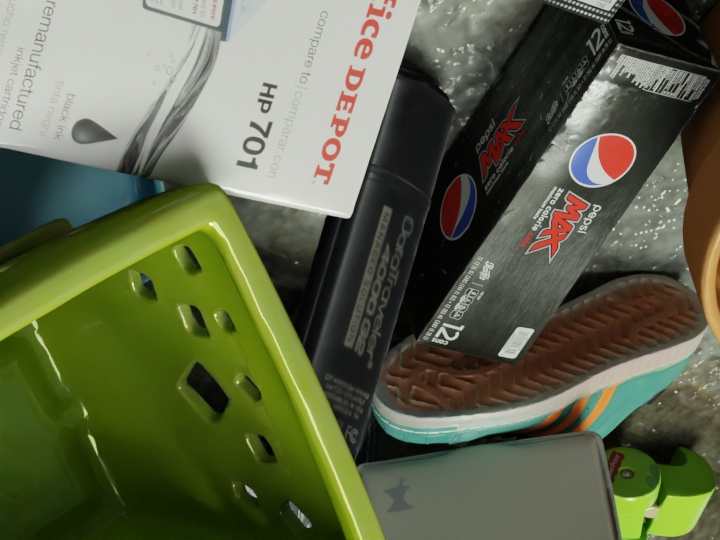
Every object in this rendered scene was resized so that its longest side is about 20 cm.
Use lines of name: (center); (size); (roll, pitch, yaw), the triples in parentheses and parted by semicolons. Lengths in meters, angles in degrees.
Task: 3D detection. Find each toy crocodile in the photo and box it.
toy crocodile: (0.101, 0.129, 1.585); (0.200, 0.062, 0.068); (-4, 135, -8)

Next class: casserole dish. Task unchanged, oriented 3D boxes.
casserole dish: (-0.157, -0.054, 1.326); (0.121, 0.039, 0.200); (-14, 137, -5)

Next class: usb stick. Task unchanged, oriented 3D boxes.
usb stick: (0.000, 0.000, 1.344); (0.033, 0.200, 0.055); (3, 162, 41)

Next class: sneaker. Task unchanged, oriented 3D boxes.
sneaker: (0.090, 0.064, 1.481); (0.200, 0.071, 0.080); (-13, 139, -29)

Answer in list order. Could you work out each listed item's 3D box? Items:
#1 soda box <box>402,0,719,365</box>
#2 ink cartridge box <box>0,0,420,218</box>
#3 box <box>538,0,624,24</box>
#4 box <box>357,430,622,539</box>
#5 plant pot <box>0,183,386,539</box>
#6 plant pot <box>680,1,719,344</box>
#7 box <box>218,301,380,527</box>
soda box: (0.091, -0.050, 1.389); (0.063, 0.071, 0.200); (14, 127, -28)
ink cartridge box: (-0.083, -0.117, 1.223); (0.200, 0.086, 0.147); (11, 104, -27)
box: (0.013, -0.191, 1.160); (0.200, 0.160, 0.044); (16, 128, -30)
box: (0.072, 0.183, 1.491); (0.128, 0.109, 0.200); (-9, 149, 0)
plant pot: (-0.138, 0.089, 1.241); (0.199, 0.181, 0.200); (-31, 107, -27)
plant pot: (0.239, -0.061, 1.380); (0.200, 0.140, 0.200); (-9, 136, -9)
box: (-0.038, 0.133, 1.445); (0.051, 0.158, 0.200); (15, 124, 15)
